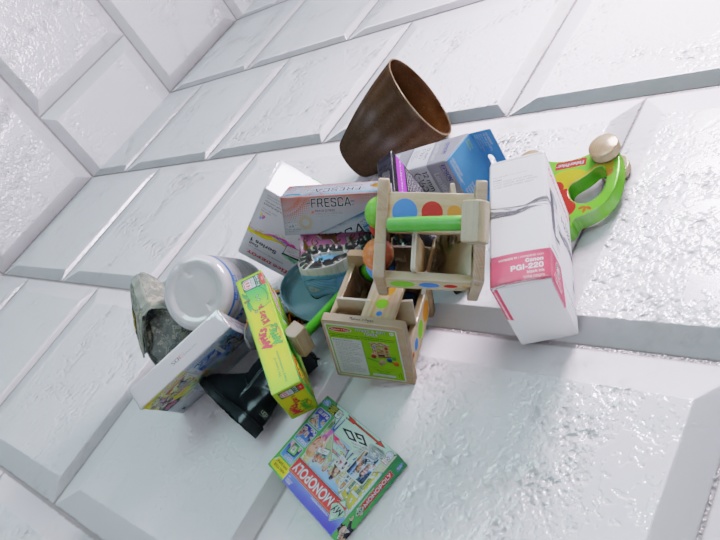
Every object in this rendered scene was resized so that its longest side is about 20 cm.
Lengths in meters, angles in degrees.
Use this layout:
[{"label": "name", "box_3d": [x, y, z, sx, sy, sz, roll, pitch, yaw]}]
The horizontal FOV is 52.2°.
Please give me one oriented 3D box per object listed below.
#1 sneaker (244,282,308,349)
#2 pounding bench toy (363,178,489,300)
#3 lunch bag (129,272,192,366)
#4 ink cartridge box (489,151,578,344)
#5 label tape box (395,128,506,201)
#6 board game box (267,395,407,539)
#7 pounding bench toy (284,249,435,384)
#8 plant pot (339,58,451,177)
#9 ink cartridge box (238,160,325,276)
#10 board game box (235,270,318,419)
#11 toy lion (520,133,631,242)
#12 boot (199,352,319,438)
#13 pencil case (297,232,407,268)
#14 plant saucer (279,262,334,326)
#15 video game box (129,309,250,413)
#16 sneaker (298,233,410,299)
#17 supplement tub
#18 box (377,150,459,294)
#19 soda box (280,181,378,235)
[{"label": "sneaker", "box_3d": [-0.121, 0.071, 1.294, 0.199, 0.080, 0.076, -40, 40, -26]}, {"label": "pounding bench toy", "box_3d": [0.079, -0.047, 0.919, 0.151, 0.200, 0.128, 3, 78, 6]}, {"label": "lunch bag", "box_3d": [-0.366, 0.109, 1.398, 0.117, 0.201, 0.164, -39, 32, -4]}, {"label": "ink cartridge box", "box_3d": [0.228, -0.030, 0.974, 0.083, 0.146, 0.204, -12, 52, 23]}, {"label": "label tape box", "box_3d": [0.153, -0.140, 1.225, 0.196, 0.144, 0.067, -8, 41, 40]}, {"label": "board game box", "box_3d": [-0.037, 0.270, 1.024, 0.135, 0.029, 0.199, -47, 33, -13]}, {"label": "pounding bench toy", "box_3d": [-0.001, 0.057, 1.100, 0.195, 0.126, 0.158, 4, 47, 19]}, {"label": "plant pot", "box_3d": [0.055, -0.289, 1.507, 0.199, 0.186, 0.189, -39, 28, 27]}, {"label": "ink cartridge box", "box_3d": [-0.130, -0.084, 1.370, 0.201, 0.142, 0.085, -55, 10, 50]}, {"label": "board game box", "box_3d": [-0.128, 0.112, 1.124, 0.047, 0.102, 0.203, -24, 58, 0]}, {"label": "toy lion", "box_3d": [0.297, -0.100, 1.116, 0.196, 0.069, 0.195, -8, 50, 39]}, {"label": "boot", "box_3d": [-0.168, 0.174, 1.233, 0.169, 0.077, 0.198, -48, 32, -16]}, {"label": "pencil case", "box_3d": [-0.011, -0.036, 1.255, 0.194, 0.085, 0.087, -6, 8, -1]}, {"label": "plant saucer", "box_3d": [-0.040, 0.034, 1.254, 0.194, 0.028, 0.202, -3, 37, 2]}, {"label": "video game box", "box_3d": [-0.281, 0.164, 1.277, 0.199, 0.182, 0.047, -42, 77, -2]}, {"label": "sneaker", "box_3d": [0.000, 0.000, 1.194, 0.194, 0.092, 0.079, -7, 36, -1]}, {"label": "supplement tub", "box_3d": [-0.262, 0.040, 1.355, 0.130, 0.134, 0.200, -31, -7, 11]}, {"label": "box", "box_3d": [0.099, -0.074, 1.148, 0.036, 0.200, 0.145, -33, 31, 23]}, {"label": "soda box", "box_3d": [-0.032, -0.104, 1.221, 0.194, 0.070, 0.064, -2, 23, 12]}]
